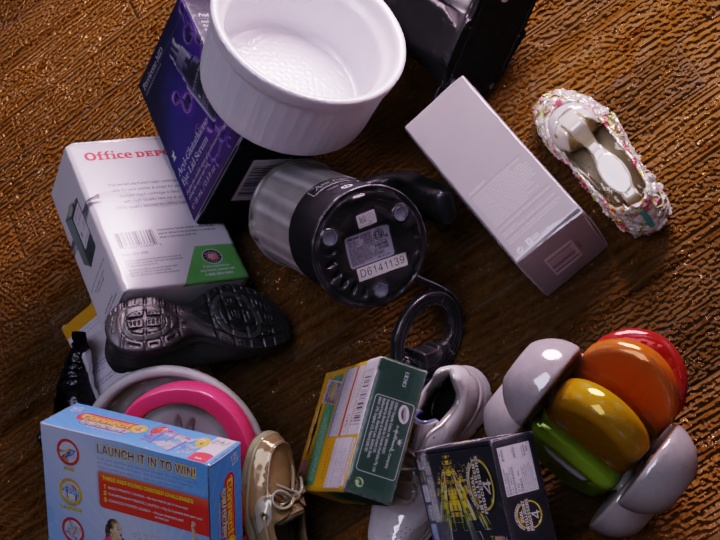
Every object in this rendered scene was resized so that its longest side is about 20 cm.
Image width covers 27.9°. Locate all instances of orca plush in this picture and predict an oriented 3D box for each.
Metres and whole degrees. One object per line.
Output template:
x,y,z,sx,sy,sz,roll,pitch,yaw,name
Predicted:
-0.302,0.165,1.527,0.105,0.071,0.202,-1,91,47,orca plush

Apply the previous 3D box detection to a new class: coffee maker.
0.055,-0.270,1.508,0.200,0.135,0.193,37,90,32,coffee maker

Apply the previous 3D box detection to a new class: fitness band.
-0.165,0.207,1.436,0.143,0.037,0.202,-12,101,11,fitness band

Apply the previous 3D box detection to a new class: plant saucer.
-0.185,0.189,1.477,0.198,0.050,0.202,2,102,10,plant saucer

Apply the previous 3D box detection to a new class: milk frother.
0.000,0.000,1.445,0.188,0.179,0.202,-152,62,-65,milk frother

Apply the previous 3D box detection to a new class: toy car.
0.215,0.123,1.265,0.175,0.200,0.150,38,68,9,toy car

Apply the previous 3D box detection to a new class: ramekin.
-0.063,-0.209,1.438,0.201,0.199,0.098,64,146,28,ramekin

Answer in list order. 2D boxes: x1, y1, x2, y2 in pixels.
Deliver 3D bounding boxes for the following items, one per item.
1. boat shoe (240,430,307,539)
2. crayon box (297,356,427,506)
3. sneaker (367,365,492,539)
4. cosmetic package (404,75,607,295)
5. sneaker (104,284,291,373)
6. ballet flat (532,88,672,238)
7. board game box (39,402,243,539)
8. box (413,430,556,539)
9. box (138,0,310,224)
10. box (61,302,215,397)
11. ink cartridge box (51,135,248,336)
-0.072,0.254,1.387,0.063,0.073,0.202,2,94,30,boat shoe
-0.003,0.156,1.382,0.051,0.200,0.127,19,78,-13,crayon box
0.053,0.175,1.374,0.074,0.087,0.201,19,82,26,sneaker
0.141,-0.083,1.415,0.090,0.107,0.201,-39,62,9,cosmetic package
-0.170,0.067,1.496,0.198,0.091,0.076,0,59,-21,sneaker
0.231,-0.116,1.408,0.076,0.064,0.200,-42,59,7,ballet flat
-0.208,0.244,1.388,0.199,0.056,0.197,10,110,27,board game box
0.117,0.245,1.254,0.049,0.161,0.202,-11,85,-21,box
-0.141,-0.174,1.547,0.148,0.104,0.201,-56,51,43,box
-0.232,0.105,1.566,0.119,0.041,0.201,-38,62,9,box
-0.228,-0.040,1.548,0.201,0.145,0.084,63,143,29,ink cartridge box
